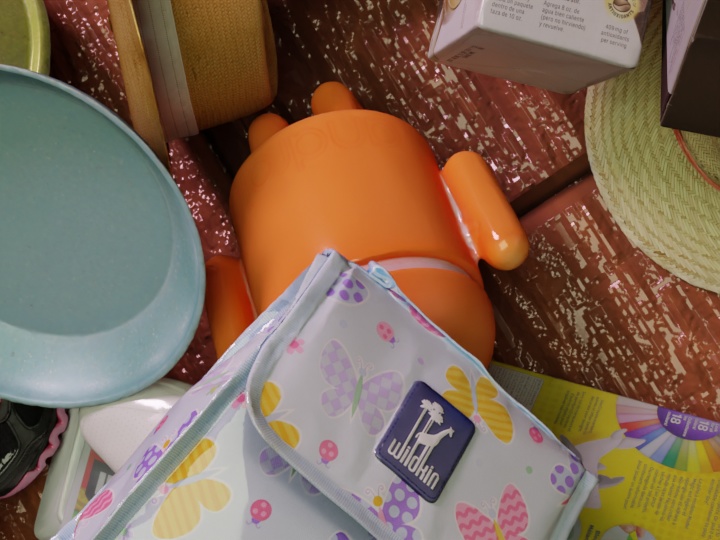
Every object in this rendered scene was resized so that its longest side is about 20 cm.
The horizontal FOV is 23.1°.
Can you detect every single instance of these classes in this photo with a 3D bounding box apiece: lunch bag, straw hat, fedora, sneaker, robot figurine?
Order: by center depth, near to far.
[{"bbox_3d":[-0.016,0.112,0.776,0.170,0.127,0.200,44,85,-9],"label":"lunch bag"},{"bbox_3d":[0.196,-0.086,0.872,0.200,0.085,0.202,0,90,17],"label":"straw hat"},{"bbox_3d":[-0.075,0.125,0.888,0.200,0.080,0.071,35,134,19],"label":"sneaker"},{"bbox_3d":[-0.001,0.001,0.895,0.143,0.117,0.201,-3,53,-22],"label":"robot figurine"},{"bbox_3d":[-0.087,-0.135,0.913,0.081,0.201,0.202,-10,87,-4],"label":"fedora"},{"bbox_3d":[-0.204,0.031,0.978,0.079,0.095,0.201,14,93,21],"label":"sneaker"}]

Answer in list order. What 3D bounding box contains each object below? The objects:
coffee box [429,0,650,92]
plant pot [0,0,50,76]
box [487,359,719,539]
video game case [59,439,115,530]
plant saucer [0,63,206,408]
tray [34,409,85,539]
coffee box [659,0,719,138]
[{"bbox_3d":[0.100,-0.195,0.832,0.079,0.113,0.201,13,88,-9],"label":"coffee box"},{"bbox_3d":[-0.298,-0.118,0.925,0.200,0.184,0.201,-16,62,33],"label":"plant pot"},{"bbox_3d":[0.127,0.119,0.881,0.199,0.118,0.049,14,137,17],"label":"box"},{"bbox_3d":[-0.105,0.177,0.973,0.142,0.017,0.201,21,106,13],"label":"video game case"},{"bbox_3d":[-0.167,-0.021,0.875,0.199,0.036,0.201,7,125,11],"label":"plant saucer"},{"bbox_3d":[-0.088,0.129,0.986,0.199,0.022,0.108,15,93,15],"label":"tray"},{"bbox_3d":[0.201,-0.149,0.806,0.112,0.201,0.080,12,137,-1],"label":"coffee box"}]
